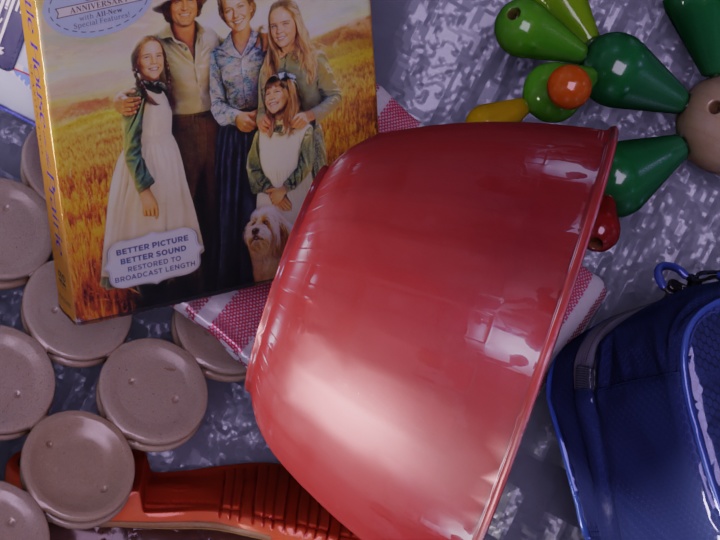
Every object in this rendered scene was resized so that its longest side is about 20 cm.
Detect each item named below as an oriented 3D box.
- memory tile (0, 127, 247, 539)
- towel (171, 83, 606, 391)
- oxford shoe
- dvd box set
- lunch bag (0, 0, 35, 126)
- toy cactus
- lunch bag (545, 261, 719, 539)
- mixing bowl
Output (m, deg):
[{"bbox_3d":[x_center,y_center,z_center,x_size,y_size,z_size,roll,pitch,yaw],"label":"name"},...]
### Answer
[{"bbox_3d":[-0.141,0.034,0.900,0.153,0.017,0.200,45,58,4],"label":"memory tile"},{"bbox_3d":[0.000,0.000,0.935,0.200,0.030,0.147,40,67,-2],"label":"towel"},{"bbox_3d":[-0.062,0.128,0.930,0.199,0.071,0.073,9,105,4],"label":"oxford shoe"},{"bbox_3d":[-0.064,-0.088,0.851,0.145,0.029,0.201,-12,114,-21],"label":"dvd box set"},{"bbox_3d":[-0.130,-0.167,0.906,0.169,0.124,0.201,27,100,-3],"label":"lunch bag"},{"bbox_3d":[0.139,-0.087,0.936,0.164,0.102,0.201,26,73,-14],"label":"toy cactus"},{"bbox_3d":[0.166,0.090,0.900,0.135,0.132,0.201,-10,83,-28],"label":"lunch bag"},{"bbox_3d":[0.020,0.020,0.824,0.108,0.200,0.201,20,87,3],"label":"mixing bowl"}]
